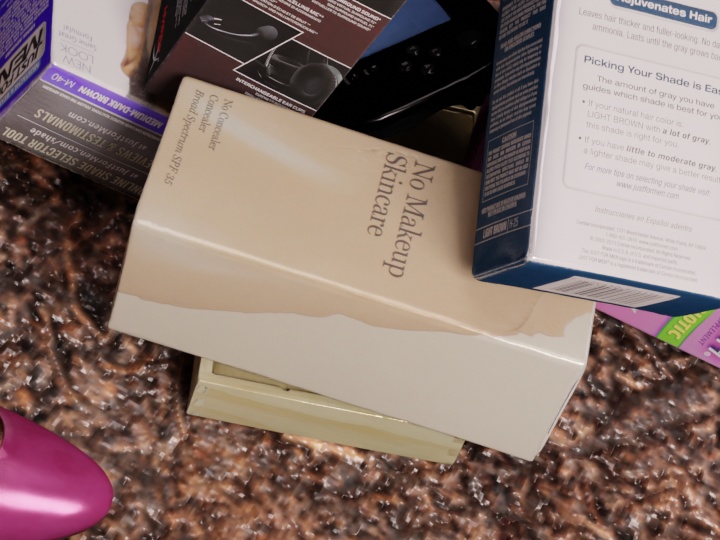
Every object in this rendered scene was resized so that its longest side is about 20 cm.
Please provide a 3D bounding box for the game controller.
[{"bbox_3d":[-0.003,-0.130,1.031,0.104,0.042,0.200,-18,39,-14],"label":"game controller"}]

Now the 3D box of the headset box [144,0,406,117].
[{"bbox_3d":[-0.010,-0.174,0.922,0.077,0.200,0.149,26,41,-21],"label":"headset box"}]

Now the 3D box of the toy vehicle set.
[{"bbox_3d":[-0.007,-0.009,0.988,0.123,0.027,0.201,12,51,-8],"label":"toy vehicle set"}]

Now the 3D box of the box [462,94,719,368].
[{"bbox_3d":[0.162,-0.063,1.020,0.199,0.097,0.177,24,48,-7],"label":"box"}]

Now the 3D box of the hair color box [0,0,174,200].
[{"bbox_3d":[-0.114,-0.136,1.007,0.109,0.065,0.201,23,47,-32],"label":"hair color box"}]

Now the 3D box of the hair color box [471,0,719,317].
[{"bbox_3d":[0.111,-0.089,0.871,0.099,0.060,0.201,11,79,-19],"label":"hair color box"}]

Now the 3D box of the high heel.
[{"bbox_3d":[-0.192,0.054,0.837,0.199,0.096,0.068,13,51,-7],"label":"high heel"}]

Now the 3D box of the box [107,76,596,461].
[{"bbox_3d":[0.000,0.000,0.914,0.199,0.078,0.095,16,50,-4],"label":"box"}]
